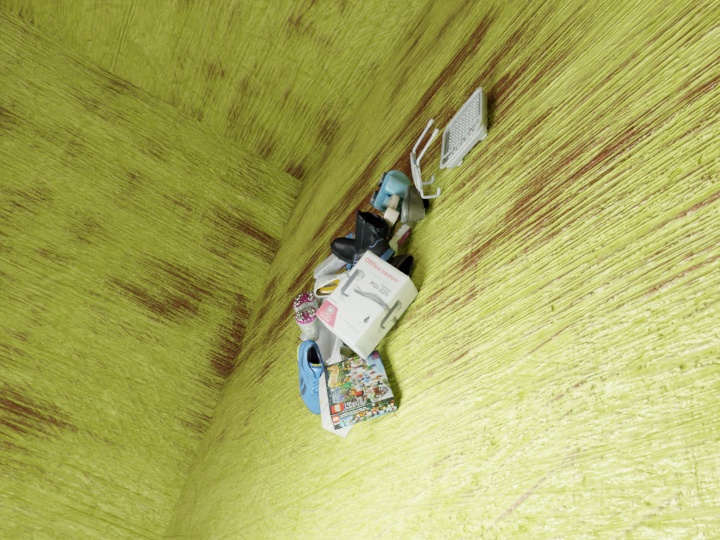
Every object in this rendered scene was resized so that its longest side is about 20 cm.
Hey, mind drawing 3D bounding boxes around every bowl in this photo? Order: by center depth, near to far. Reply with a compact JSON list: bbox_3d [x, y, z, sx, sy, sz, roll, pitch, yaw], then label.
[{"bbox_3d":[-0.065,0.170,1.556,0.200,0.073,0.204,149,133,-61],"label":"bowl"}]

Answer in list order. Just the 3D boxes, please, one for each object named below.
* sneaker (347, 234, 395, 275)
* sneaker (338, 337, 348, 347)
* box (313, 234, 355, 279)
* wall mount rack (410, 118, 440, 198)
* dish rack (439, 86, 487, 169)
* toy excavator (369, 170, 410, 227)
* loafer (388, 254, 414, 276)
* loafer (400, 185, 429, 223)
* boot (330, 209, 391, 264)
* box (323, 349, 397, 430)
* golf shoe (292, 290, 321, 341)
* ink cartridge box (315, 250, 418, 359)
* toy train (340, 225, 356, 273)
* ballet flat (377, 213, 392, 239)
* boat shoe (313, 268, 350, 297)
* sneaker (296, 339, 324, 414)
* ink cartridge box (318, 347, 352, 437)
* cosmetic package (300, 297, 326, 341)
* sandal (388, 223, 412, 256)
[{"bbox_3d":[0.000,0.000,1.424,0.200,0.078,0.070,-48,-12,2],"label":"sneaker"},{"bbox_3d":[0.001,0.099,1.411,0.073,0.110,0.203,98,-171,-62],"label":"sneaker"},{"bbox_3d":[-0.063,-0.038,1.695,0.199,0.039,0.042,-40,28,23],"label":"box"},{"bbox_3d":[0.171,-0.293,1.465,0.201,0.073,0.177,-92,-6,-64],"label":"wall mount rack"},{"bbox_3d":[0.273,-0.359,1.436,0.172,0.043,0.202,-49,21,42],"label":"dish rack"},{"bbox_3d":[0.091,-0.206,1.601,0.200,0.099,0.197,143,151,-77],"label":"toy excavator"},{"bbox_3d":[0.079,0.043,1.365,0.063,0.071,0.203,-27,36,56],"label":"loafer"},{"bbox_3d":[0.150,-0.173,1.507,0.201,0.068,0.076,-70,-13,-61],"label":"loafer"},{"bbox_3d":[-0.003,-0.090,1.548,0.073,0.197,0.165,-28,-42,-37],"label":"boot"},{"bbox_3d":[-0.006,0.252,1.204,0.134,0.038,0.200,-17,21,-2],"label":"box"},{"bbox_3d":[-0.149,0.130,1.597,0.074,0.093,0.201,-15,25,3],"label":"golf shoe"},{"bbox_3d":[0.016,0.076,1.290,0.145,0.085,0.201,33,76,35],"label":"ink cartridge box"},{"bbox_3d":[-0.003,-0.060,1.762,0.114,0.086,0.202,-34,30,42],"label":"toy train"},{"bbox_3d":[0.053,-0.088,1.657,0.069,0.062,0.202,-45,24,46],"label":"ballet flat"},{"bbox_3d":[-0.042,0.037,1.600,0.196,0.072,0.070,-11,26,12],"label":"boat shoe"},{"bbox_3d":[-0.124,0.285,1.479,0.078,0.065,0.204,-8,91,66],"label":"sneaker"},{"bbox_3d":[-0.045,0.291,1.361,0.118,0.067,0.201,-58,18,16],"label":"ink cartridge box"},{"bbox_3d":[-0.094,0.138,1.695,0.203,0.100,0.074,-66,15,-7],"label":"cosmetic package"},{"bbox_3d":[0.086,-0.035,1.485,0.204,0.049,0.083,-57,-17,-8],"label":"sandal"}]
